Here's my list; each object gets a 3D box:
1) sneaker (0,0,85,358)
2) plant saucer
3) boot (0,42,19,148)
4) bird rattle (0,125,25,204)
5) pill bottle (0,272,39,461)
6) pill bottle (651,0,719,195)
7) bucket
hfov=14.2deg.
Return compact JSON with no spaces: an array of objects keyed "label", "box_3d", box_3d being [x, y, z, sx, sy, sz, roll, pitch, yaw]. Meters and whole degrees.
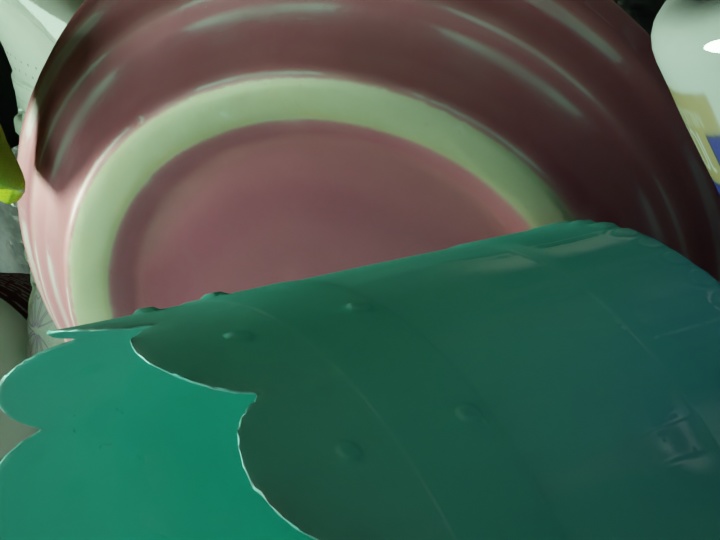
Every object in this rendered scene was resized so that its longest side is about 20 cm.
[{"label":"sneaker","box_3d":[-0.068,-0.013,0.845,0.200,0.100,0.075,57,167,-25]},{"label":"plant saucer","box_3d":[0.000,0.000,0.768,0.200,0.051,0.201,7,126,10]},{"label":"boot","box_3d":[-0.185,-0.079,0.891,0.165,0.200,0.066,59,148,-5]},{"label":"bird rattle","box_3d":[-0.113,-0.122,0.759,0.163,0.112,0.201,-38,42,35]},{"label":"pill bottle","box_3d":[-0.131,0.056,0.935,0.113,0.113,0.200,49,-171,10]},{"label":"pill bottle","box_3d":[0.153,0.012,0.594,0.120,0.120,0.201,-11,109,56]},{"label":"bucket","box_3d":[0.018,0.091,0.660,0.207,0.134,0.208,37,135,47]}]
